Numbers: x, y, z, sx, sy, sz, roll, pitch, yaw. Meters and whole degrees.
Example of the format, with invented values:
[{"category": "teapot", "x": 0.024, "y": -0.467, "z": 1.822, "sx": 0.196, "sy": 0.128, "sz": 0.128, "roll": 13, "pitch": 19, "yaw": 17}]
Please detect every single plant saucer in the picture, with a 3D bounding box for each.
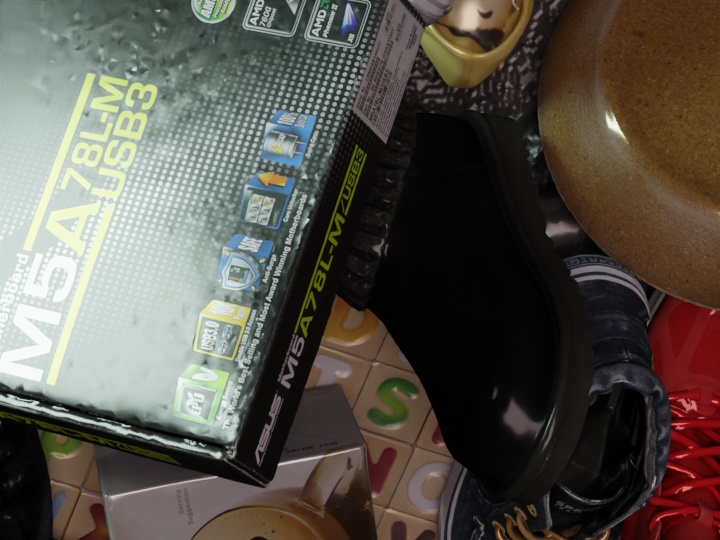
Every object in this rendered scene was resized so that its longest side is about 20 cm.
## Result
[{"category": "plant saucer", "x": 0.176, "y": -0.078, "z": 1.257, "sx": 0.199, "sy": 0.035, "sz": 0.201, "roll": -1, "pitch": 65, "yaw": 2}]

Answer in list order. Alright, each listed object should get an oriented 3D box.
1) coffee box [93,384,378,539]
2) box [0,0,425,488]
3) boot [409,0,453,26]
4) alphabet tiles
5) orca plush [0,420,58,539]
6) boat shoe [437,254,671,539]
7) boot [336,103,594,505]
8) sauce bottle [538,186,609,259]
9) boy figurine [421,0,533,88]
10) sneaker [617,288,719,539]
[{"category": "coffee box", "x": -0.044, "y": 0.163, "z": 1.260, "sx": 0.112, "sy": 0.080, "sz": 0.201, "roll": -10, "pitch": 109, "yaw": -6}, {"category": "box", "x": -0.092, "y": -0.032, "z": 1.150, "sx": 0.192, "sy": 0.048, "sz": 0.201, "roll": 14, "pitch": 77, "yaw": 26}, {"category": "boot", "x": -0.007, "y": -0.200, "z": 1.229, "sx": 0.096, "sy": 0.073, "sz": 0.200, "roll": -46, "pitch": 73, "yaw": 14}, {"category": "alphabet tiles", "x": -0.043, "y": 0.072, "z": 1.279, "sx": 0.199, "sy": 0.008, "sz": 0.168, "roll": 18, "pitch": 112, "yaw": -15}, {"category": "orca plush", "x": -0.189, "y": 0.061, "z": 1.227, "sx": 0.105, "sy": 0.071, "sz": 0.201, "roll": -7, "pitch": 108, "yaw": 15}, {"category": "boat shoe", "x": 0.080, "y": 0.098, "z": 1.246, "sx": 0.070, "sy": 0.091, "sz": 0.201, "roll": 6, "pitch": 124, "yaw": -10}, {"category": "boot", "x": -0.001, "y": 0.001, "z": 1.191, "sx": 0.157, "sy": 0.212, "sz": 0.080, "roll": 11, "pitch": 129, "yaw": -24}, {"category": "sauce bottle", "x": 0.157, "y": -0.037, "z": 1.294, "sx": 0.199, "sy": 0.065, "sz": 0.065, "roll": -13, "pitch": 96, "yaw": -2}, {"category": "boy figurine", "x": 0.051, "y": -0.181, "z": 1.272, "sx": 0.124, "sy": 0.064, "sz": 0.201, "roll": 12, "pitch": 90, "yaw": -8}, {"category": "sneaker", "x": 0.152, "y": 0.098, "z": 1.277, "sx": 0.078, "sy": 0.116, "sz": 0.201, "roll": 6, "pitch": 94, "yaw": -6}]
